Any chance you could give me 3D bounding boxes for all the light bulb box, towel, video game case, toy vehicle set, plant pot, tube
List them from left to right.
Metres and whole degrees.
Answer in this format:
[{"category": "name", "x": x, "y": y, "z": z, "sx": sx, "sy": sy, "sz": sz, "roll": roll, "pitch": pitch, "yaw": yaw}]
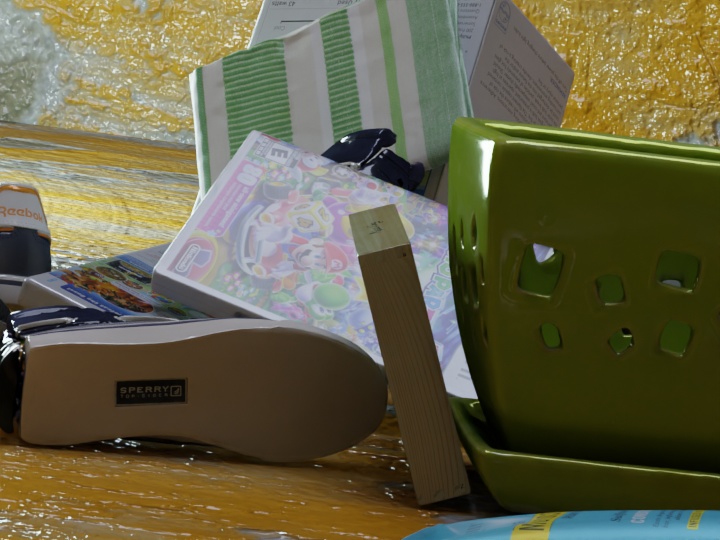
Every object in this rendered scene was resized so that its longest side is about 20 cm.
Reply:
[{"category": "video game case", "x": -0.088, "y": 0.029, "z": 1.608, "sx": 0.143, "sy": 0.018, "sz": 0.200, "roll": 26, "pitch": 16, "yaw": 18}, {"category": "towel", "x": -0.020, "y": -0.103, "z": 1.827, "sx": 0.199, "sy": 0.153, "sz": 0.023, "roll": -21, "pitch": -36, "yaw": 21}, {"category": "video game case", "x": 0.000, "y": 0.000, "z": 1.592, "sx": 0.199, "sy": 0.018, "sz": 0.143, "roll": 22, "pitch": 43, "yaw": 10}, {"category": "light bulb box", "x": 0.014, "y": -0.074, "z": 1.885, "sx": 0.197, "sy": 0.201, "sz": 0.125, "roll": 3, "pitch": -24, "yaw": 36}, {"category": "toy vehicle set", "x": 0.023, "y": 0.038, "z": 1.419, "sx": 0.026, "sy": 0.125, "sz": 0.200, "roll": -14, "pitch": 6, "yaw": 0}, {"category": "plant pot", "x": 0.139, "y": 0.027, "z": 1.391, "sx": 0.198, "sy": 0.183, "sz": 0.200, "roll": 6, "pitch": 6, "yaw": -4}, {"category": "tube", "x": 0.119, "y": 0.121, "z": 1.171, "sx": 0.199, "sy": 0.051, "sz": 0.077, "roll": 3, "pitch": -3, "yaw": 16}]

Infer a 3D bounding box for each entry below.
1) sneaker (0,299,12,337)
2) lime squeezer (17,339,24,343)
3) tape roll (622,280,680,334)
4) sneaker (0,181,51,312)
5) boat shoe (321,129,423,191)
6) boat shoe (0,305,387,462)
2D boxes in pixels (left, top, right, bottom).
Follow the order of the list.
[{"category": "sneaker", "x": -0.258, "y": 0.019, "z": 1.586, "sx": 0.077, "sy": 0.079, "sz": 0.200, "roll": 29, "pitch": -5, "yaw": -24}, {"category": "lime squeezer", "x": -0.120, "y": 0.038, "z": 1.672, "sx": 0.199, "sy": 0.038, "sz": 0.071, "roll": 9, "pitch": 3, "yaw": -3}, {"category": "tape roll", "x": 0.228, "y": 0.030, "z": 1.639, "sx": 0.200, "sy": 0.066, "sz": 0.200, "roll": 24, "pitch": -12, "yaw": 5}, {"category": "sneaker", "x": -0.238, "y": -0.012, "z": 1.690, "sx": 0.078, "sy": 0.080, "sz": 0.200, "roll": 8, "pitch": -7, "yaw": -32}, {"category": "boat shoe", "x": -0.036, "y": -0.024, "z": 1.755, "sx": 0.200, "sy": 0.075, "sz": 0.093, "roll": -19, "pitch": 27, "yaw": 52}, {"category": "boat shoe", "x": -0.091, "y": 0.048, "z": 1.420, "sx": 0.199, "sy": 0.075, "sz": 0.093, "roll": 5, "pitch": 14, "yaw": -15}]
